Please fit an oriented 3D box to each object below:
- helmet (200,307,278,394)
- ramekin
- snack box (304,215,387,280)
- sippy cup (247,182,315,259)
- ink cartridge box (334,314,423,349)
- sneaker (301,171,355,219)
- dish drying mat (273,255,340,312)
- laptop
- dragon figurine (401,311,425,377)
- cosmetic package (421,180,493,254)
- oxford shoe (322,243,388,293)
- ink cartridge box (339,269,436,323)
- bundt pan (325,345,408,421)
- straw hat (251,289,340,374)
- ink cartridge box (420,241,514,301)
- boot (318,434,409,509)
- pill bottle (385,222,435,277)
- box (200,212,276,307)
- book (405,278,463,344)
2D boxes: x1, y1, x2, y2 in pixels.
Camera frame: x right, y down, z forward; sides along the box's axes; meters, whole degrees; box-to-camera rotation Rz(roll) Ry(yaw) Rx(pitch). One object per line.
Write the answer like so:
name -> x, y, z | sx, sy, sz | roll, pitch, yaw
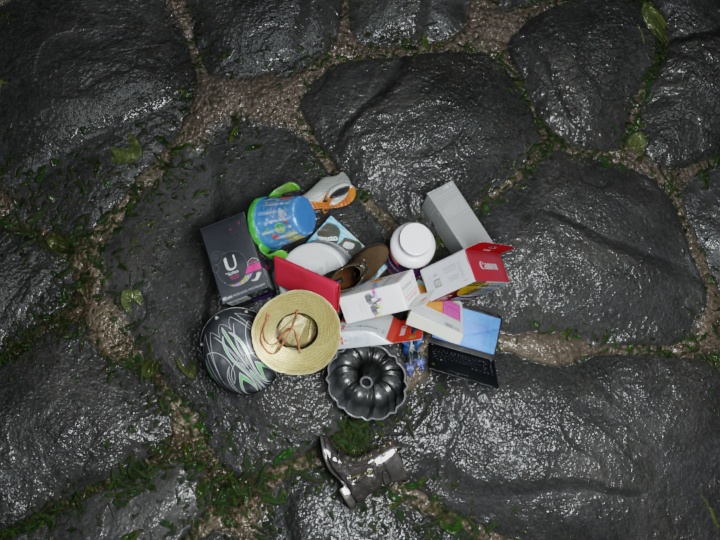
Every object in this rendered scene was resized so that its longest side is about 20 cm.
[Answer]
helmet -> -0.277, 0.190, 1.458 | 0.197, 0.191, 0.203 | 0, 79, -2
ramekin -> -0.108, 0.024, 1.534 | 0.197, 0.098, 0.204 | 0, 88, 8
snack box -> -0.042, -0.031, 1.606 | 0.200, 0.037, 0.116 | 42, 80, 7
sippy cup -> -0.184, -0.123, 1.519 | 0.129, 0.139, 0.181 | -9, 95, 31
ink cartridge box -> 0.048, 0.126, 1.454 | 0.197, 0.162, 0.051 | -11, 102, 13
sneaker -> -0.111, -0.193, 1.634 | 0.197, 0.076, 0.093 | -20, 46, 4
dish drying mat -> -0.124, 0.029, 1.427 | 0.198, 0.078, 0.018 | 23, 36, 34
laptop -> 0.264, 0.177, 1.539 | 0.175, 0.200, 0.105 | 15, 113, 1
dragon figurine -> 0.123, 0.162, 1.537 | 0.058, 0.100, 0.203 | -5, 77, -5
cosmetic package -> 0.249, -0.117, 1.609 | 0.089, 0.107, 0.202 | -27, 77, -11
oxford shoe -> 0.000, 0.000, 1.447 | 0.199, 0.084, 0.073 | -37, 102, -25
ink cartridge box -> 0.063, 0.055, 1.434 | 0.198, 0.115, 0.069 | -15, 100, 24
bundt pan -> 0.021, 0.253, 1.490 | 0.199, 0.076, 0.205 | 4, 107, 12
straw hat -> -0.144, 0.134, 1.410 | 0.198, 0.085, 0.205 | 0, 93, -4
ink cartridge box -> 0.273, 0.006, 1.498 | 0.174, 0.199, 0.085 | -28, 73, 34
boot -> 0.007, 0.449, 1.485 | 0.173, 0.069, 0.202 | -28, 87, -12
pill bottle -> 0.122, -0.049, 1.536 | 0.111, 0.200, 0.114 | 1, 76, -3
box -> -0.303, -0.022, 1.548 | 0.121, 0.106, 0.202 | -21, 78, 1
book -> 0.183, 0.098, 1.493 | 0.132, 0.200, 0.049 | 22, 110, 1
